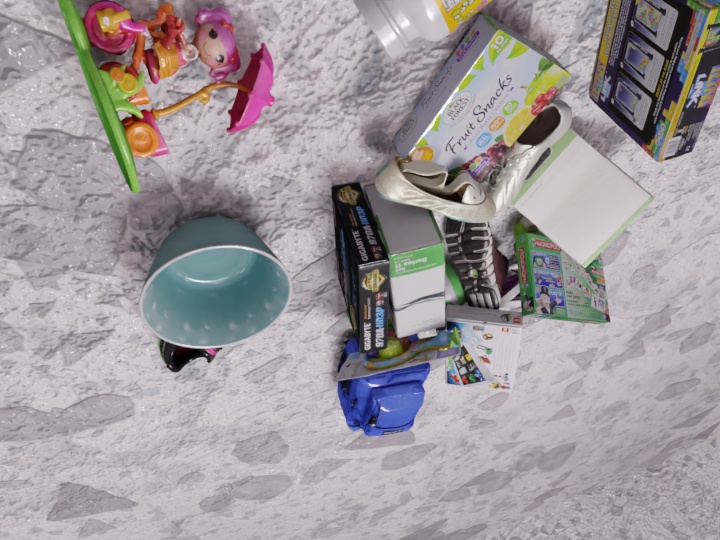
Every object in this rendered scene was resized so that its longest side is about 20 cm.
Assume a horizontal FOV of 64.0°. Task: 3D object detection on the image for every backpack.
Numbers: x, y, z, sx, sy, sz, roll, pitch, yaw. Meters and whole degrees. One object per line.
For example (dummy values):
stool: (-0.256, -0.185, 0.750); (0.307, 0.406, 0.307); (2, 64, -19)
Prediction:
backpack: (0.035, 0.234, 1.115); (0.161, 0.169, 0.201); (0, 139, -15)

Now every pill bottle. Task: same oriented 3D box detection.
pill bottle: (0.092, -0.309, 0.587); (0.199, 0.105, 0.104); (-34, 139, 14)

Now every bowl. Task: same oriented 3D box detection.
bowl: (-0.202, 0.005, 0.795); (0.199, 0.106, 0.202); (-14, 140, -12)

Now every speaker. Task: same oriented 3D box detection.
speaker: (0.079, 0.062, 1.005); (0.198, 0.089, 0.089); (-24, 140, 2)

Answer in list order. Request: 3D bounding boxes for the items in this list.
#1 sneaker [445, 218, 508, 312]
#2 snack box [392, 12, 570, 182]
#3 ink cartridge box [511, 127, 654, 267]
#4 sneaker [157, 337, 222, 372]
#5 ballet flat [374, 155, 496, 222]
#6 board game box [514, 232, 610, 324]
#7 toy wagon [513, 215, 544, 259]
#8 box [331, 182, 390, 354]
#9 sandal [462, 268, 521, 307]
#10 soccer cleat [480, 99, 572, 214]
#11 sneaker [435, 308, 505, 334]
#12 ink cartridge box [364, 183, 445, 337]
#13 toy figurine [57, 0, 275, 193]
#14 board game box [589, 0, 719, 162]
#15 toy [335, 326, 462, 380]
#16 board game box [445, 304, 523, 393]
sneaker: (0.203, -0.036, 0.975); (0.075, 0.116, 0.202); (-1, 116, 30)
snack box: (0.155, -0.213, 0.761); (0.141, 0.053, 0.200); (13, 130, -33)
ink cartridge box: (0.321, -0.122, 0.890); (0.200, 0.048, 0.146); (40, 112, 0)
sneaker: (-0.225, 0.097, 0.902); (0.199, 0.084, 0.077); (-32, 140, 11)
ballet flat: (0.115, -0.109, 0.773); (0.198, 0.068, 0.062); (7, 144, -26)
board game box: (0.348, 0.017, 0.984); (0.198, 0.136, 0.029); (8, 162, -32)
toy wagon: (0.340, -0.088, 0.998); (0.154, 0.040, 0.201); (-23, 139, 0)
box: (0.000, 0.000, 0.841); (0.046, 0.160, 0.201); (-11, 139, -9)
sandal: (0.274, 0.025, 1.039); (0.201, 0.083, 0.050); (-16, 129, 12)
soccer cleat: (0.222, -0.161, 0.832); (0.200, 0.069, 0.077); (-52, 159, 22)
sneaker: (0.246, 0.112, 1.102); (0.198, 0.130, 0.079); (-35, 140, 15)
ink cartridge box: (0.069, -0.017, 0.865); (0.082, 0.147, 0.201); (-14, 139, -3)
toy figurine: (-0.180, -0.204, 0.590); (0.183, 0.150, 0.202); (-23, 117, -20)
board game box: (0.368, -0.266, 0.715); (0.056, 0.166, 0.201); (-16, 140, -5)
toy: (0.061, 0.119, 0.921); (0.198, 0.115, 0.048); (-11, 100, 13)
board game box: (0.212, 0.141, 1.011); (0.125, 0.035, 0.201); (6, 138, 13)
